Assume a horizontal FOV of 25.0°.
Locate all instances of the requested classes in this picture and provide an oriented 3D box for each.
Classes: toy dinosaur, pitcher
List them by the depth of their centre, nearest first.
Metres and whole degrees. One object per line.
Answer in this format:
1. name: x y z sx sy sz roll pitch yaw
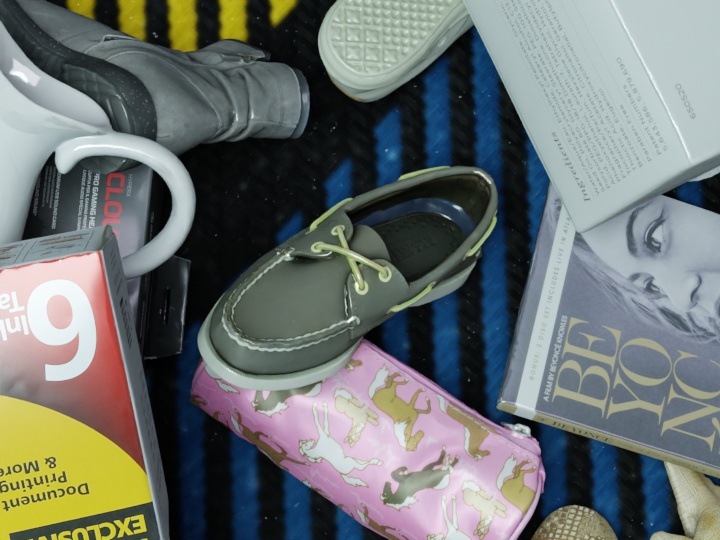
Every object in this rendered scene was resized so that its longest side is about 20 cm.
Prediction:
1. pitcher: -0.191 -0.013 0.769 0.171 0.121 0.201 37 99 -11
2. toy dinosaur: 0.194 0.151 0.899 0.101 0.058 0.201 -34 81 -23

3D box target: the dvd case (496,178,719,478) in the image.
1. dvd case: 0.186 0.035 0.901 0.197 0.016 0.150 17 67 -1

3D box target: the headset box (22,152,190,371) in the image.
1. headset box: -0.191 0.010 0.872 0.197 0.075 0.151 6 83 -2

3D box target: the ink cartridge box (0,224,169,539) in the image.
1. ink cartridge box: -0.185 0.090 0.685 0.197 0.084 0.178 -12 100 -4

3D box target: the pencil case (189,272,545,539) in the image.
1. pencil case: 0.003 0.082 0.873 0.199 0.083 0.087 32 58 1

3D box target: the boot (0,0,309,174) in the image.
1. boot: -0.128 -0.108 0.888 0.131 0.071 0.200 -13 39 -40

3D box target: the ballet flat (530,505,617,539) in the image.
1. ballet flat: 0.104 0.226 0.868 0.070 0.065 0.203 8 81 9

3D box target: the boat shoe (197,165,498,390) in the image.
1. boat shoe: -0.002 -0.002 0.840 0.072 0.061 0.201 47 45 16

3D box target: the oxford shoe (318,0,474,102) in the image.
1. oxford shoe: 0.048 -0.164 0.919 0.200 0.058 0.075 -42 85 -21

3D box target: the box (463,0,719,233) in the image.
1. box: 0.172 -0.158 0.859 0.197 0.131 0.202 -25 85 -23
